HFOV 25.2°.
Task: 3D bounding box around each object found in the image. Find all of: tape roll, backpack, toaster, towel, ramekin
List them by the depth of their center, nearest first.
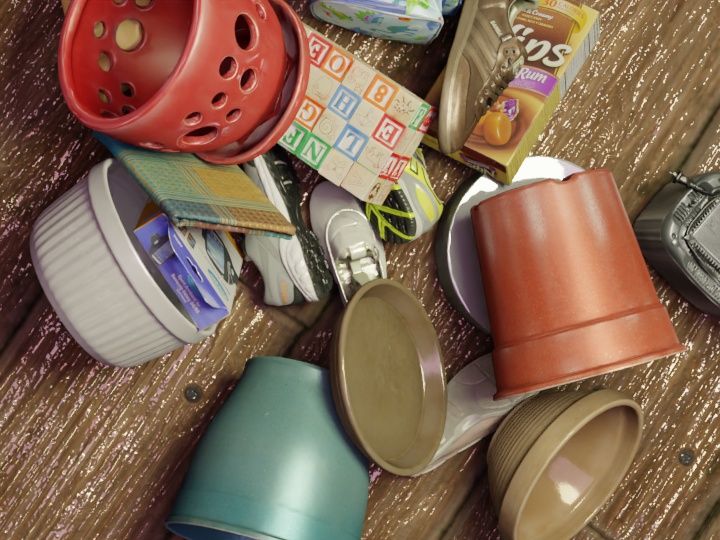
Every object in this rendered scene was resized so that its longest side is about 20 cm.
[{"bbox_3d":[-0.166,-0.089,1.582,0.146,0.200,0.022,6,117,-38],"label":"towel"},{"bbox_3d":[-0.238,0.000,1.587,0.105,0.200,0.201,-29,96,9],"label":"ramekin"},{"bbox_3d":[0.015,-0.318,1.631,0.199,0.183,0.148,18,88,-4],"label":"backpack"},{"bbox_3d":[0.182,-0.021,1.725,0.199,0.066,0.202,0,92,-10],"label":"tape roll"},{"bbox_3d":[0.376,-0.027,1.727,0.200,0.129,0.114,41,83,-9],"label":"toaster"}]

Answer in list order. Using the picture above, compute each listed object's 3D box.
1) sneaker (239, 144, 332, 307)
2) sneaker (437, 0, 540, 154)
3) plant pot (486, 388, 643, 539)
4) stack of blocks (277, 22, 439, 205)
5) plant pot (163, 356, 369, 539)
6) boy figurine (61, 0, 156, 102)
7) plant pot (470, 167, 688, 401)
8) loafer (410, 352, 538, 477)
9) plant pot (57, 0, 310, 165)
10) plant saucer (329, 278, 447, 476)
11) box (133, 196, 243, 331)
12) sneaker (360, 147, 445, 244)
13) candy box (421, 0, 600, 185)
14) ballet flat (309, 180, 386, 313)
[{"bbox_3d":[-0.098,-0.057,1.673,0.079,0.074,0.201,-19,86,20],"label":"sneaker"},{"bbox_3d":[0.129,-0.209,1.627,0.075,0.070,0.201,12,74,9],"label":"sneaker"},{"bbox_3d":[0.200,0.195,1.697,0.201,0.201,0.093,-47,57,-6],"label":"plant pot"},{"bbox_3d":[-0.036,-0.169,1.639,0.200,0.059,0.115,35,100,18],"label":"stack of blocks"},{"bbox_3d":[-0.077,0.195,1.628,0.199,0.200,0.189,19,72,-10],"label":"plant pot"},{"bbox_3d":[-0.245,-0.265,1.645,0.124,0.064,0.201,5,91,-10],"label":"boy figurine"},{"bbox_3d":[0.205,0.011,1.609,0.200,0.201,0.196,-13,85,-10],"label":"plant pot"},{"bbox_3d":[0.117,0.151,1.727,0.199,0.063,0.072,-33,63,-11],"label":"loafer"},{"bbox_3d":[-0.163,-0.208,1.553,0.182,0.200,0.202,17,87,-50],"label":"plant pot"},{"bbox_3d":[0.027,0.108,1.627,0.029,0.200,0.201,-11,94,33],"label":"plant saucer"},{"bbox_3d":[-0.168,-0.022,1.587,0.041,0.200,0.119,-29,106,12],"label":"box"},{"bbox_3d":[0.020,-0.125,1.701,0.076,0.075,0.201,-21,86,-46],"label":"sneaker"},{"bbox_3d":[0.154,-0.204,1.687,0.116,0.057,0.201,27,75,18],"label":"candy box"},{"bbox_3d":[0.000,0.000,1.693,0.069,0.069,0.201,-17,94,-9],"label":"ballet flat"}]
